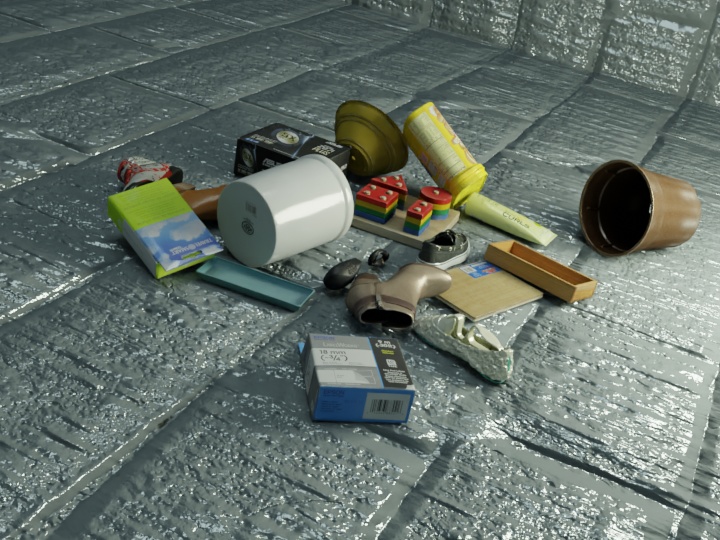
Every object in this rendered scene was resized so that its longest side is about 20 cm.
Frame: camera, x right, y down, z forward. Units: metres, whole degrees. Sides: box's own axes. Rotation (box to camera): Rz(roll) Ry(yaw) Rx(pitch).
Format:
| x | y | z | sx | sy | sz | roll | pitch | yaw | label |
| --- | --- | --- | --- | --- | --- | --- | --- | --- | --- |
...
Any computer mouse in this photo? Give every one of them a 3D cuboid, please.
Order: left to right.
| x | y | z | sx | sy | sz | roll | pitch | yaw | label |
| --- | --- | --- | --- | --- | --- | --- | --- | --- | --- |
| 0.000 | 0.000 | 1.723 | 0.034 | 0.059 | 0.199 | 46 | 34 | 16 | computer mouse |

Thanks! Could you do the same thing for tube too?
| x | y | z | sx | sy | sz | roll | pitch | yaw | label |
| --- | --- | --- | --- | --- | --- | --- | --- | --- | --- |
| 0.320 | -0.106 | 2.040 | 0.198 | 0.052 | 0.058 | 28 | 72 | 21 | tube |

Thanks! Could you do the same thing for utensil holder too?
| x | y | z | sx | sy | sz | roll | pitch | yaw | label |
| --- | --- | --- | --- | --- | --- | --- | --- | --- | --- |
| -0.139 | -0.108 | 1.749 | 0.169 | 0.172 | 0.199 | 29 | 35 | 32 | utensil holder |

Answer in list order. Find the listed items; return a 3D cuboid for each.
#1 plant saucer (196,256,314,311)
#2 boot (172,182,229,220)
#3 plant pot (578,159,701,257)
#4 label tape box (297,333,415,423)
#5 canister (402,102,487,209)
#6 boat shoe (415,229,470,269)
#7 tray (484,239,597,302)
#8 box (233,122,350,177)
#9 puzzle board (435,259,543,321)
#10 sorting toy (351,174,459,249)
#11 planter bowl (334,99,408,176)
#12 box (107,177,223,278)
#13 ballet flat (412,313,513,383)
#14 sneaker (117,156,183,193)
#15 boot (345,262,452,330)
| x | y | z | sx | sy | sz | roll | pitch | yaw | label |
| --- | --- | --- | --- | --- | --- | --- | --- | --- | --- |
| -0.181 | 0.024 | 1.641 | 0.198 | 0.019 | 0.070 | 19 | 28 | 14 | plant saucer |
| -0.310 | -0.114 | 1.789 | 0.198 | 0.078 | 0.155 | 17 | 26 | 17 | boot |
| 0.606 | -0.129 | 2.043 | 0.196 | 0.203 | 0.200 | 0 | 28 | -35 | plant pot |
| -0.012 | 0.141 | 1.427 | 0.142 | 0.064 | 0.201 | 4 | 28 | -14 | label tape box |
| 0.177 | -0.247 | 2.062 | 0.086 | 0.149 | 0.201 | -34 | 80 | -8 | canister |
| 0.166 | -0.046 | 1.847 | 0.068 | 0.057 | 0.200 | 20 | 23 | 20 | boat shoe |
| 0.346 | 0.000 | 1.843 | 0.199 | 0.037 | 0.098 | 31 | 23 | 32 | tray |
| -0.148 | -0.238 | 2.076 | 0.198 | 0.087 | 0.163 | 22 | 28 | 21 | box |
| 0.220 | 0.037 | 1.764 | 0.198 | 0.018 | 0.150 | -15 | 35 | -41 | puzzle board |
| 0.090 | -0.134 | 1.983 | 0.198 | 0.070 | 0.199 | 19 | 28 | 16 | sorting toy |
| 0.003 | -0.273 | 2.138 | 0.199 | 0.202 | 0.084 | 24 | 58 | 25 | planter bowl |
| -0.341 | -0.069 | 1.669 | 0.121 | 0.048 | 0.200 | -23 | 58 | -33 | box |
| 0.172 | 0.109 | 1.555 | 0.199 | 0.073 | 0.071 | 31 | 33 | 35 | ballet flat |
| -0.439 | -0.169 | 1.864 | 0.107 | 0.068 | 0.201 | 17 | 24 | 14 | sneaker |
| 0.072 | 0.050 | 1.624 | 0.197 | 0.071 | 0.147 | -3 | 27 | -6 | boot |
